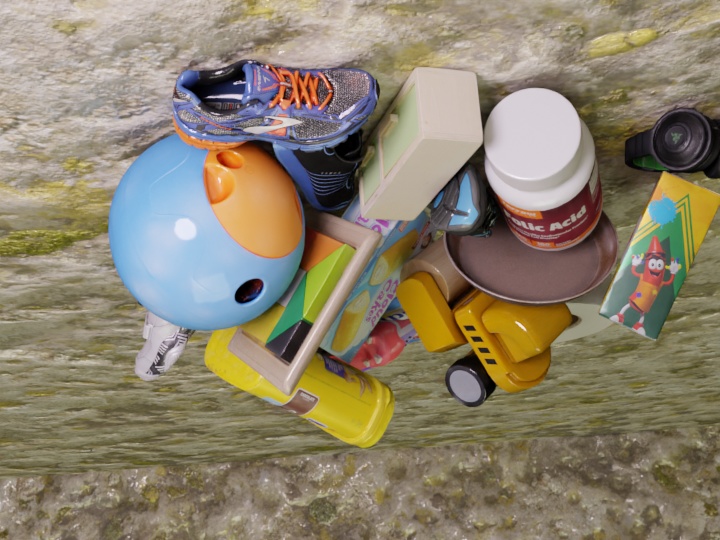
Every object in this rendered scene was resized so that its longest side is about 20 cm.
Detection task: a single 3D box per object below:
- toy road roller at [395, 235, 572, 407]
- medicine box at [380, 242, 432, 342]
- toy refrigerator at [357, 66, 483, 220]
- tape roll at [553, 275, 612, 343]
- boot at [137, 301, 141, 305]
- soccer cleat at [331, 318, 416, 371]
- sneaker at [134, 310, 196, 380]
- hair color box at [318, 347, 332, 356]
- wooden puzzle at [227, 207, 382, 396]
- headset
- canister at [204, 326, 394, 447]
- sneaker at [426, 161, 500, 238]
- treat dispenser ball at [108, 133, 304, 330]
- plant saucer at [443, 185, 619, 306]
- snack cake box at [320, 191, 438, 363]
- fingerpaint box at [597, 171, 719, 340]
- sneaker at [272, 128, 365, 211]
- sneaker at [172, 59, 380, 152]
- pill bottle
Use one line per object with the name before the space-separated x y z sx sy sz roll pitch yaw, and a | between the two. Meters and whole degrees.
toy road roller | 0.152 0.046 1.226 0.145 0.201 0.123 -29 -176 47
medicine box | 0.035 0.031 1.483 0.181 0.104 0.199 -17 158 34
toy refrigerator | 0.052 -0.123 1.074 0.069 0.077 0.200 2 161 -16
tape roll | 0.231 0.008 1.397 0.199 0.141 0.203 -3 162 -1
boot | -0.164 0.013 1.279 0.197 0.066 0.166 18 135 -3
soccer cleat | 0.001 0.106 1.443 0.076 0.067 0.199 -24 180 -32
sneaker | -0.230 0.033 1.224 0.115 0.075 0.200 39 117 -8
hair color box | -0.092 0.024 1.344 0.110 0.064 0.201 -15 126 29
wooden puzzle | -0.069 0.023 1.116 0.037 0.187 0.200 32 176 -25
headset | 0.369 -0.146 1.119 0.122 0.096 0.199 5 175 -28
canister | -0.075 0.130 1.276 0.199 0.087 0.148 31 173 -37
sneaker | 0.118 -0.072 1.124 0.081 0.074 0.200 30 -169 -8
treat dispenser ball | -0.154 -0.041 1.071 0.198 0.204 0.201 -4 162 -1
plant saucer | 0.193 -0.027 1.205 0.197 0.202 0.032 -3 135 -2
snack cake box | 0.000 0.000 1.245 0.067 0.201 0.115 33 178 27
fingerpaint box | 0.339 -0.020 1.197 0.073 0.169 0.200 25 -172 12
sneaker | -0.026 -0.114 1.090 0.077 0.071 0.200 -7 164 14
sneaker | -0.080 -0.154 0.962 0.197 0.076 0.079 -7 158 3
pill bottle | 0.191 -0.103 1.101 0.113 0.116 0.200 -9 161 14
